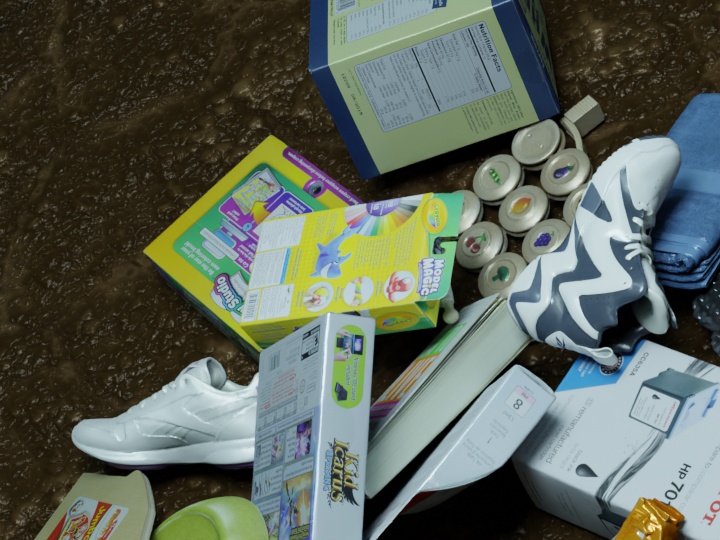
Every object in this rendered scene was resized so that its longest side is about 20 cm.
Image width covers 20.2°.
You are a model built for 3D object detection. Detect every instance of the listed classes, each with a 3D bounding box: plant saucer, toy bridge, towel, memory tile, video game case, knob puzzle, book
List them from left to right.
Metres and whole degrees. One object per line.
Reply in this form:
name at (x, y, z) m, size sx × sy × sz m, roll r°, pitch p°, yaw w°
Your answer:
knob puzzle at (-0.238, 0.261, 1.744) m, size 0.220 × 0.030 × 0.220 m, roll -36°, pitch 26°, yaw 20°
plant saucer at (-0.153, 0.271, 1.670) m, size 0.200 × 0.031 × 0.200 m, roll -36°, pitch 34°, yaw 30°
video game case at (-0.042, 0.141, 1.643) m, size 0.045 × 0.200 × 0.182 m, roll 8°, pitch 76°, yaw -16°
book at (0.048, 0.111, 1.709) m, size 0.200 × 0.048 × 0.134 m, roll -47°, pitch 8°, yaw -15°
memory tile at (0.157, -0.040, 1.816) m, size 0.153 × 0.017 × 0.200 m, roll -39°, pitch 46°, yaw 7°
toy bridge at (0.239, -0.085, 1.824) m, size 0.067 × 0.027 × 0.200 m, roll -39°, pitch 48°, yaw -5°
towel at (0.290, -0.068, 1.730) m, size 0.112 × 0.049 × 0.200 m, roll 13°, pitch 55°, yaw 38°

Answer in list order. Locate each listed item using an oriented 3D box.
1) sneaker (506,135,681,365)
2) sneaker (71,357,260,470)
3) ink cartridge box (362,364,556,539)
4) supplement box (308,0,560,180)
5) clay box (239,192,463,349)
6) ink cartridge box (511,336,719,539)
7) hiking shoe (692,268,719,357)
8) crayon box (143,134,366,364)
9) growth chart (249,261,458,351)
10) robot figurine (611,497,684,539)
sneaker at (0.224, -0.008, 1.621) m, size 0.199 × 0.080 × 0.130 m, roll -47°, pitch 52°, yaw -12°
sneaker at (-0.162, 0.127, 1.798) m, size 0.200 × 0.075 × 0.100 m, roll -3°, pitch 93°, yaw 15°
ink cartridge box at (0.065, 0.174, 1.616) m, size 0.057 × 0.163 × 0.200 m, roll 36°, pitch 74°, yaw 0°
supplement box at (0.068, -0.220, 1.917) m, size 0.200 × 0.134 × 0.200 m, roll -18°, pitch 36°, yaw 13°
clay box at (0.000, 0.000, 1.745) m, size 0.200 × 0.048 × 0.115 m, roll -7°, pitch 54°, yaw 27°
ink cartridge box at (0.246, 0.147, 1.596) m, size 0.200 × 0.086 × 0.147 m, roll 20°, pitch 64°, yaw 38°
hiking shoe at (0.331, 0.049, 1.636) m, size 0.076 × 0.101 × 0.200 m, roll -48°, pitch 11°, yaw 21°
crayon box at (-0.080, -0.015, 1.902) m, size 0.173 × 0.058 × 0.200 m, roll -44°, pitch 49°, yaw -9°
growth chart at (-0.010, 0.012, 1.787) m, size 0.200 × 0.018 × 0.145 m, roll -18°, pitch 50°, yaw 19°
robot figurine at (0.205, 0.278, 1.484) m, size 0.145 × 0.058 × 0.200 m, roll 34°, pitch 103°, yaw 35°
